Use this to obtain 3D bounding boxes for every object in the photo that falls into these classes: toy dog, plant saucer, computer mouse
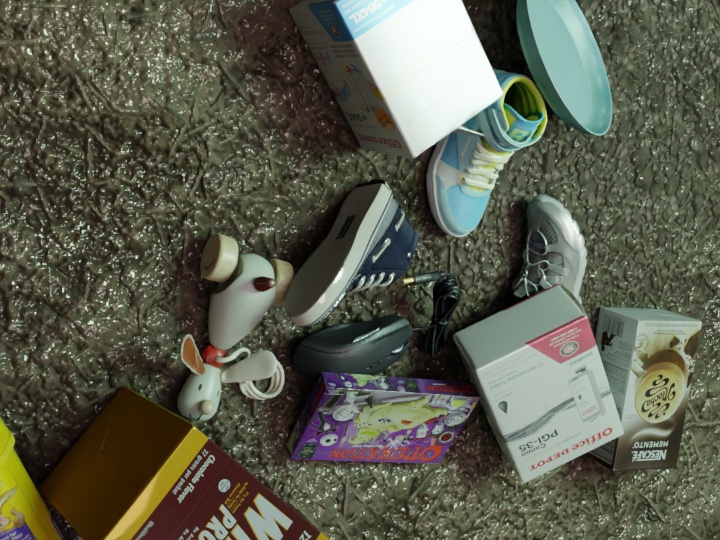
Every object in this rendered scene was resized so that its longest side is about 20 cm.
[{"bbox_3d":[-0.127,0.064,0.988,0.132,0.096,0.200,-4,103,-25],"label":"toy dog"},{"bbox_3d":[0.227,-0.242,1.076,0.200,0.027,0.200,30,50,-43],"label":"plant saucer"},{"bbox_3d":[0.027,0.068,1.059,0.200,0.046,0.141,-8,134,-24],"label":"computer mouse"}]

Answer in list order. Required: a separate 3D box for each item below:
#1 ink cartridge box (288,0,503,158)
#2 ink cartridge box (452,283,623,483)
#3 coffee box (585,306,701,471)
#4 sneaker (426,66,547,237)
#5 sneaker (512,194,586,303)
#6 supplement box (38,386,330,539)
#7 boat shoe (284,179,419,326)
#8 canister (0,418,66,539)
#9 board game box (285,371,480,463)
[{"bbox_3d":[0.042,-0.215,0.990,0.125,0.129,0.200,-35,113,-14],"label":"ink cartridge box"},{"bbox_3d":[0.217,0.137,1.142,0.146,0.083,0.200,-26,122,0],"label":"ink cartridge box"},{"bbox_3d":[0.365,0.154,1.253,0.113,0.080,0.200,2,100,-27],"label":"coffee box"},{"bbox_3d":[0.141,-0.128,1.056,0.079,0.131,0.200,2,101,-27],"label":"sneaker"},{"bbox_3d":[0.223,0.009,1.155,0.082,0.075,0.200,-17,109,-23],"label":"sneaker"},{"bbox_3d":[-0.173,0.241,0.938,0.200,0.197,0.133,47,71,-27],"label":"supplement box"},{"bbox_3d":[0.000,0.000,1.020,0.093,0.075,0.200,50,55,-29],"label":"boat shoe"},{"bbox_3d":[-0.366,0.254,0.905,0.148,0.087,0.200,-19,113,2],"label":"canister"},{"bbox_3d":[0.027,0.172,1.096,0.200,0.032,0.120,7,131,-27],"label":"board game box"}]
